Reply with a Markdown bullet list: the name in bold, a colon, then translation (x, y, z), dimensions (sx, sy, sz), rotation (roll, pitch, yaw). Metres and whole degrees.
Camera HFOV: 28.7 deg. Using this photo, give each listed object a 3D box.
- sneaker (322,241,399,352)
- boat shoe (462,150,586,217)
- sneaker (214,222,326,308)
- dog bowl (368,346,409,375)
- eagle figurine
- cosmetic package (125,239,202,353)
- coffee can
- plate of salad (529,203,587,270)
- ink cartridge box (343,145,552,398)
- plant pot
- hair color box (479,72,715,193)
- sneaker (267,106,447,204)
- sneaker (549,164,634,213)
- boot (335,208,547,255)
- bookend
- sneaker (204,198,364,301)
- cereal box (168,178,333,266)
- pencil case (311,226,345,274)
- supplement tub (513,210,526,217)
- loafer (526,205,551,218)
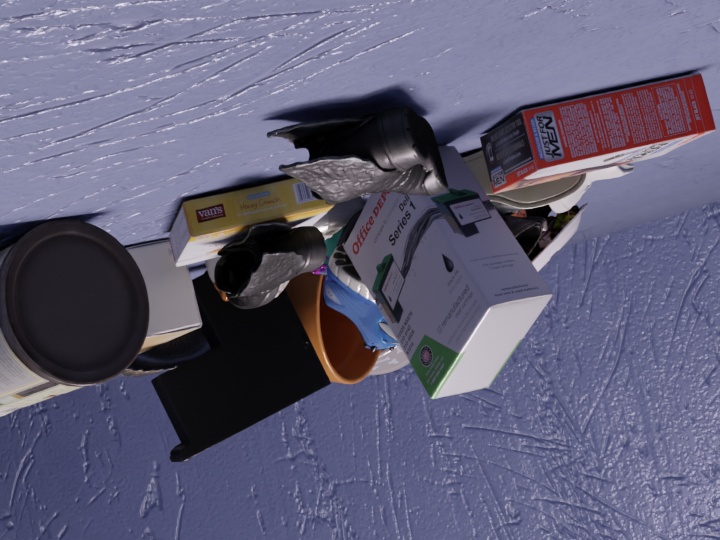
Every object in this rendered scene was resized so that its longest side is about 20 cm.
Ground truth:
- **sneaker**: translation (0.049, 0.048, 1.483), dimensions (0.079, 0.199, 0.089), rotation (-60, 179, -46)
- **boat shoe**: translation (0.141, -0.092, 1.508), dimensions (0.198, 0.075, 0.066), rotation (-15, 178, 4)
- **sneaker**: translation (-0.108, -0.003, 1.375), dimensions (0.104, 0.060, 0.199), rotation (-13, 170, -39)
- **dog bowl**: translation (0.008, 0.040, 1.919), dimensions (0.198, 0.202, 0.059), rotation (-16, 164, 17)
- **eagle figurine**: translation (-0.238, 0.075, 1.831), dimensions (0.150, 0.201, 0.152), rotation (25, 159, 30)
- **cosmetic package**: translation (-0.258, 0.038, 1.587), dimensions (0.071, 0.106, 0.200), rotation (-12, 173, -31)
- **coffee can**: translation (-0.307, 0.049, 1.291), dimensions (0.146, 0.148, 0.199), rotation (-11, 174, -43)
- **plate of salad**: translation (0.208, -0.020, 1.772), dimensions (0.200, 0.048, 0.200), rotation (-45, 177, -3)
- **ink cartridge box**: translation (0.079, -0.001, 1.372), dimensions (0.084, 0.201, 0.147), rotation (-9, 143, -34)
- **plant pot**: translation (-0.066, 0.042, 1.814), dimensions (0.139, 0.202, 0.200), rotation (0, -177, 27)
- **hair color box**: translation (0.230, -0.133, 1.376), dimensions (0.198, 0.065, 0.111), rotation (-12, 176, -18)
- **sneaker**: translation (0.004, -0.089, 1.133), dimensions (0.103, 0.061, 0.200), rotation (-17, 170, 10)
- **sneaker**: translation (0.266, -0.117, 1.618), dimensions (0.115, 0.074, 0.200), rotation (-13, 175, 16)
- **boot**: translation (0.086, -0.027, 1.525), dimensions (0.173, 0.070, 0.200), rotation (23, -132, 36)
- **bookend**: translation (-0.171, 0.092, 1.652), dimensions (0.199, 0.200, 0.092), rotation (-27, 180, -17)
- **sneaker**: translation (-0.078, -0.021, 1.580), dimensions (0.199, 0.085, 0.073), rotation (-21, 173, 18)
- **cereal box**: translation (-0.113, -0.049, 1.403), dimensions (0.143, 0.040, 0.200), rotation (-14, 175, -12)
- **pencil case**: translation (0.000, 0.000, 1.682), dimensions (0.093, 0.085, 0.200), rotation (-49, 148, -6)
- **supplement tub**: translation (0.123, -0.042, 1.730), dimensions (0.122, 0.124, 0.200), rotation (-13, 175, -20)
- **loafer**: translation (0.206, -0.089, 1.801), dimensions (0.076, 0.068, 0.200), rotation (-26, 162, -15)
